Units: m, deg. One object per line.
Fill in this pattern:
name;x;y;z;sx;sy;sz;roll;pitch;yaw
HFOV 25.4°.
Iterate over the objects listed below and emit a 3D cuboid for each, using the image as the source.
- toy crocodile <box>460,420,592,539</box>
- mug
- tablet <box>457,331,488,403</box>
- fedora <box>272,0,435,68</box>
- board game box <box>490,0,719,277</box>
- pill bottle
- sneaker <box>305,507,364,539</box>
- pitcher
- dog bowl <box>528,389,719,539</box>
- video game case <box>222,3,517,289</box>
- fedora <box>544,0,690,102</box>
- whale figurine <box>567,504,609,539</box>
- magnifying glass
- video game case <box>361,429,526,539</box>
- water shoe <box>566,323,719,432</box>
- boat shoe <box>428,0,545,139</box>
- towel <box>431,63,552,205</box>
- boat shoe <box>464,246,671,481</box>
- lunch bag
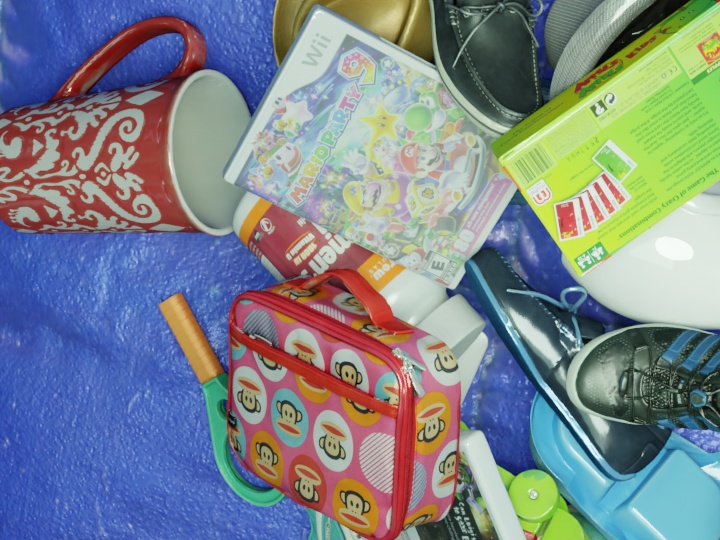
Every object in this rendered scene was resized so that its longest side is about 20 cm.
toy crocodile;0.098;0.169;1.231;0.199;0.068;0.062;30;77;25
mug;-0.196;-0.106;1.338;0.198;0.179;0.134;-4;138;27
tablet;0.016;0.111;1.345;0.129;0.014;0.201;28;112;14
fedora;0.010;-0.186;1.235;0.199;0.082;0.203;5;105;20
board game box;0.197;-0.097;1.065;0.199;0.048;0.102;-35;106;8
pill bottle;0.000;0.000;1.263;0.200;0.109;0.110;47;115;11
sneaker;-0.040;0.146;1.331;0.079;0.077;0.202;-11;97;36
pitcher;0.251;-0.023;1.139;0.198;0.122;0.172;20;150;14
dog bowl;0.211;0.156;1.229;0.200;0.111;0.050;44;159;8
video game case;0.020;-0.086;1.163;0.199;0.018;0.144;25;110;-18
fedora;0.209;-0.178;1.136;0.199;0.177;0.091;-38;53;11
whale figurine;0.176;0.291;1.273;0.158;0.104;0.202;-17;97;24
magnifying glass;-0.119;0.113;1.392;0.079;0.022;0.201;-30;87;36
video game case;0.064;0.213;1.236;0.181;0.023;0.202;-5;111;52
water shoe;0.242;0.077;1.105;0.198;0.079;0.072;1;94;7
boat shoe;0.089;-0.180;1.135;0.062;0.074;0.202;123;140;-53
towel;0.048;-0.102;1.202;0.198;0.049;0.112;4;125;-12
boat shoe;0.154;0.061;1.191;0.068;0.084;0.201;-36;93;-2
lunch bag;-0.014;0.087;1.175;0.199;0.081;0.178;22;116;42
